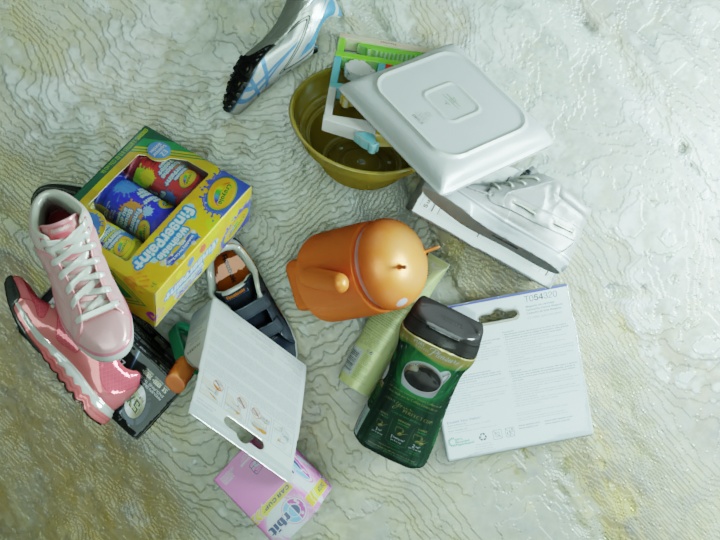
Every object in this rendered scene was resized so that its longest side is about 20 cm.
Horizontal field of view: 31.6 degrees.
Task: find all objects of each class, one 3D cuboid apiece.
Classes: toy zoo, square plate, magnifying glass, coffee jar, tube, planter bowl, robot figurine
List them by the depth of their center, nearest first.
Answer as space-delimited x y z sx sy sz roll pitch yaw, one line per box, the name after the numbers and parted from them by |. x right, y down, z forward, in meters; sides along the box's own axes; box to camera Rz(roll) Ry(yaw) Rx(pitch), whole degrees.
0.107 -0.192 1.526 0.197 0.029 0.200 -25 61 -34 | square plate
-0.210 0.109 1.558 0.080 0.200 0.022 44 101 -7 | magnifying glass
0.024 -0.213 1.560 0.129 0.201 0.021 9 138 -2 | toy zoo
-0.001 0.001 1.571 0.143 0.198 0.118 34 56 -41 | robot figurine
0.005 -0.161 1.580 0.198 0.202 0.084 10 137 -2 | planter bowl
0.075 0.138 1.589 0.103 0.085 0.202 25 105 2 | coffee jar
0.040 0.064 1.635 0.058 0.052 0.202 27 93 -7 | tube

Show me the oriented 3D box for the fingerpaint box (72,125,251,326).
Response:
-0.254 -0.058 1.538 0.166 0.074 0.200 30 56 13 | fingerpaint box

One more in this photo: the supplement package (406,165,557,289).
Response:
0.170 -0.077 1.597 0.199 0.110 0.115 29 93 -3 | supplement package

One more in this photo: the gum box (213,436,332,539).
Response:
-0.104 0.263 1.577 0.113 0.200 0.066 45 93 4 | gum box

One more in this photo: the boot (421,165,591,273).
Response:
0.176 -0.084 1.514 0.199 0.074 0.096 30 83 -8 | boot

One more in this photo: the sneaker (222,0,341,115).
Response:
-0.100 -0.271 1.602 0.072 0.072 0.200 35 101 -30 | sneaker

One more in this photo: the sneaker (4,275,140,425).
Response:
-0.330 0.077 1.466 0.087 0.074 0.201 -38 97 -13 | sneaker

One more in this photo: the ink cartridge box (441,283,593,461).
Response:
0.189 0.130 1.647 0.194 0.043 0.203 -10 93 2 | ink cartridge box

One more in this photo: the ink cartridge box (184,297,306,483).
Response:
-0.143 0.149 1.523 0.160 0.201 0.047 39 122 -24 | ink cartridge box

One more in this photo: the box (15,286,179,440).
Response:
-0.309 0.098 1.574 0.200 0.164 0.086 43 93 -4 | box

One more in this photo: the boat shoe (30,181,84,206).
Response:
-0.327 -0.058 1.612 0.198 0.068 0.072 26 95 -1 | boat shoe

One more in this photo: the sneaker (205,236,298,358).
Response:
-0.144 0.050 1.618 0.078 0.079 0.201 -29 96 0 | sneaker

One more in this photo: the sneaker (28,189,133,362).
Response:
-0.313 0.000 1.398 0.075 0.105 0.202 -22 70 -10 | sneaker
